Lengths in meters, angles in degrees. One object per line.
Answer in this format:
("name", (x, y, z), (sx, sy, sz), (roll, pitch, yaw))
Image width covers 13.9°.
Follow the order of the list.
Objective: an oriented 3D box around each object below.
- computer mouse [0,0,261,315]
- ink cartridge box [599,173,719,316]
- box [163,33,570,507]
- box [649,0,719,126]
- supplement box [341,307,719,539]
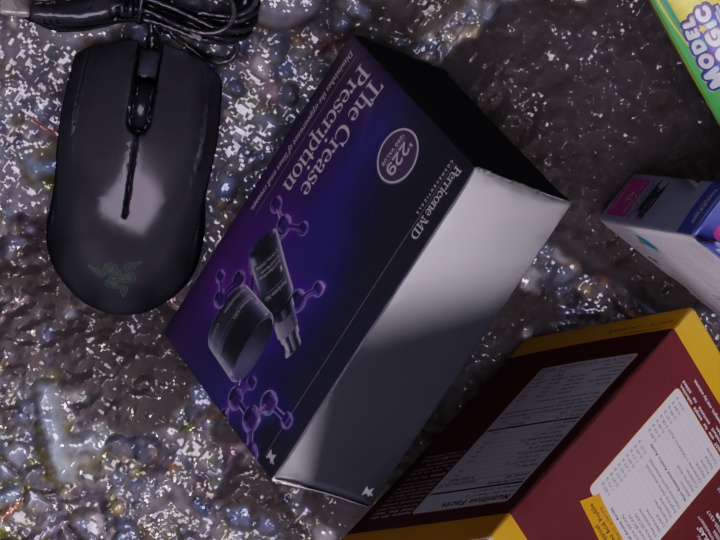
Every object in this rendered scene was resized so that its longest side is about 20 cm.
("computer mouse", (-0.128, -0.065, 1.594), (0.138, 0.053, 0.201), (4, 109, -2))
("ink cartridge box", (0.205, 0.000, 1.536), (0.119, 0.200, 0.042), (37, 88, -11))
("box", (0.000, 0.000, 1.559), (0.079, 0.141, 0.200), (17, 112, -43))
("box", (0.181, -0.129, 1.535), (0.048, 0.117, 0.200), (-27, 106, 7))
("supplement box", (0.127, 0.164, 1.572), (0.133, 0.200, 0.198), (-13, 115, 50))
